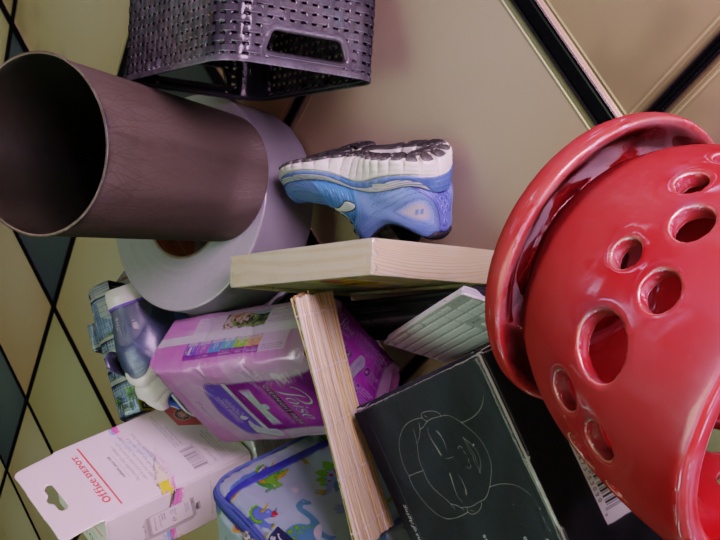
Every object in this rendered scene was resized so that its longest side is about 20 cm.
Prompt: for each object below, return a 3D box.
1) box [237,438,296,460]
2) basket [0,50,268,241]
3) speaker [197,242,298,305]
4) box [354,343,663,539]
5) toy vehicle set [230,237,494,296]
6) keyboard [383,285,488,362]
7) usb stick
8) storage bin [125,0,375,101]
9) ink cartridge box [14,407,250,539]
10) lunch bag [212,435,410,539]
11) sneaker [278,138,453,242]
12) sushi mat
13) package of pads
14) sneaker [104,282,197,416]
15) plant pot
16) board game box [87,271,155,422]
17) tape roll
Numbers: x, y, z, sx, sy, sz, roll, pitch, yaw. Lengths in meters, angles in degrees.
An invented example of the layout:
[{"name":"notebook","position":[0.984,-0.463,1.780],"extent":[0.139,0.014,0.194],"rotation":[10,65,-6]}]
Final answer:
[{"name":"box","position":[-0.113,0.169,1.251],"extent":[0.200,0.101,0.113],"rotation":[4,112,57]},{"name":"basket","position":[-0.183,-0.088,0.960],"extent":[0.180,0.200,0.137],"rotation":[24,101,37]},{"name":"speaker","position":[-0.115,-0.016,1.161],"extent":[0.200,0.081,0.081],"rotation":[43,141,35]},{"name":"box","position":[0.119,0.151,0.854],"extent":[0.197,0.124,0.201],"rotation":[-34,78,58]},{"name":"toy vehicle set","position":[0.000,0.000,0.933],"extent":[0.200,0.124,0.027],"rotation":[-6,81,53]},{"name":"keyboard","position":[0.070,0.045,0.893],"extent":[0.056,0.011,0.200],"rotation":[23,163,-8]},{"name":"usb stick","position":[0.052,0.036,0.961],"extent":[0.200,0.055,0.033],"rotation":[-9,64,59]},{"name":"storage bin","position":[-0.090,-0.193,0.934],"extent":[0.200,0.135,0.094],"rotation":[6,93,57]},{"name":"ink cartridge box","position":[-0.218,0.210,1.147],"extent":[0.116,0.199,0.068],"rotation":[36,136,42]},{"name":"lunch bag","position":[-0.019,0.206,1.031],"extent":[0.161,0.199,0.083],"rotation":[34,135,44]},{"name":"sneaker","position":[0.002,-0.055,0.956],"extent":[0.200,0.078,0.090],"rotation":[10,114,55]},{"name":"sushi mat","position":[-0.013,0.112,0.915],"extent":[0.012,0.096,0.201],"rotation":[-14,90,16]},{"name":"package of pads","position":[-0.077,0.091,1.043],"extent":[0.199,0.076,0.121],"rotation":[-10,135,38]},{"name":"sneaker","position":[-0.174,0.076,1.203],"extent":[0.080,0.200,0.147],"rotation":[-21,86,26]},{"name":"plant pot","position":[0.175,0.027,0.619],"extent":[0.182,0.200,0.201],"rotation":[36,137,46]},{"name":"board game box","position":[-0.253,0.078,1.373],"extent":[0.200,0.061,0.201],"rotation":[22,-132,-70]},{"name":"tape roll","position":[-0.138,-0.058,1.094],"extent":[0.200,0.066,0.201],"rotation":[-9,76,39]}]
